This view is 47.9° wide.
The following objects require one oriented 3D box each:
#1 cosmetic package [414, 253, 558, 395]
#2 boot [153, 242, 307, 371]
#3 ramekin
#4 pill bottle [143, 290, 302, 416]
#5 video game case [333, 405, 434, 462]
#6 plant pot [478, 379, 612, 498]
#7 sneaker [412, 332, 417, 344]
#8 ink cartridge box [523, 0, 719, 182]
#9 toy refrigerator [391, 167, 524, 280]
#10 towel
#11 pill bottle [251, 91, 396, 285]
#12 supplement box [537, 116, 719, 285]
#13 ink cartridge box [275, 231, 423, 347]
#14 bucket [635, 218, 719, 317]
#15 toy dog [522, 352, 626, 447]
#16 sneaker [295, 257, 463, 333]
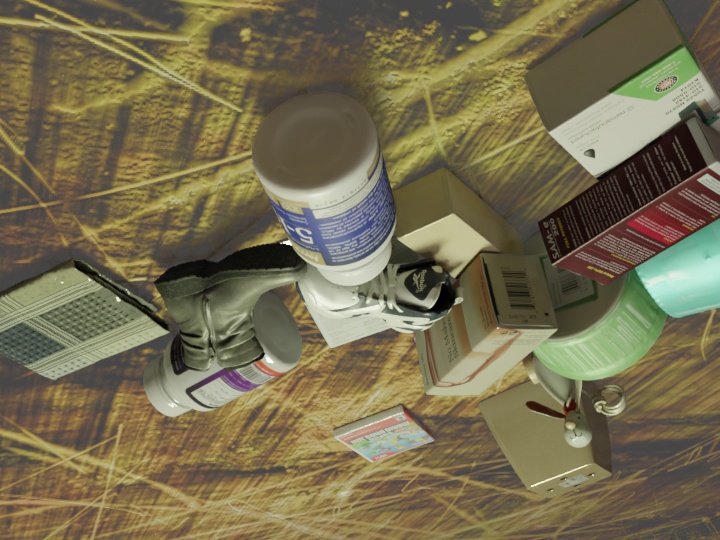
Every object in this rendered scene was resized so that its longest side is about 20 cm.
[{"bbox_3d":[0.149,0.072,1.009,0.086,0.104,0.200,2,148,-21],"label":"cosmetic package"},{"bbox_3d":[-0.134,0.047,0.936,0.198,0.068,0.132,-10,113,22],"label":"boot"},{"bbox_3d":[0.279,0.029,1.035,0.199,0.201,0.097,-31,138,25],"label":"ramekin"},{"bbox_3d":[-0.184,0.115,1.054,0.199,0.112,0.111,-29,146,22],"label":"pill bottle"},{"bbox_3d":[0.049,0.319,1.563,0.142,0.018,0.200,-22,148,12],"label":"video game case"},{"bbox_3d":[0.371,0.321,1.547,0.199,0.178,0.199,-26,147,21],"label":"plant pot"},{"bbox_3d":[0.171,0.068,1.146,0.198,0.079,0.096,-2,134,8],"label":"sneaker"},{"bbox_3d":[0.283,-0.166,0.826,0.146,0.085,0.199,-31,145,27],"label":"ink cartridge box"},{"bbox_3d":[0.122,-0.045,0.972,0.075,0.071,0.199,-24,147,28],"label":"toy refrigerator"},{"bbox_3d":[-0.359,0.059,0.981,0.198,0.035,0.193,-21,145,14],"label":"towel"},{"bbox_3d":[-0.026,-0.070,0.817,0.119,0.121,0.200,-16,148,3],"label":"pill bottle"},{"bbox_3d":[0.301,-0.066,0.856,0.108,0.061,0.200,17,139,-40],"label":"supplement box"},{"bbox_3d":[0.000,0.000,1.032,0.161,0.057,0.201,-19,128,8],"label":"ink cartridge box"},{"bbox_3d":[0.407,-0.049,0.959,0.134,0.209,0.206,-26,148,36],"label":"bucket"},{"bbox_3d":[0.324,0.182,1.325,0.132,0.200,0.096,-45,126,3],"label":"toy dog"},{"bbox_3d":[0.034,0.016,0.935,0.198,0.080,0.129,24,150,-28],"label":"sneaker"}]
